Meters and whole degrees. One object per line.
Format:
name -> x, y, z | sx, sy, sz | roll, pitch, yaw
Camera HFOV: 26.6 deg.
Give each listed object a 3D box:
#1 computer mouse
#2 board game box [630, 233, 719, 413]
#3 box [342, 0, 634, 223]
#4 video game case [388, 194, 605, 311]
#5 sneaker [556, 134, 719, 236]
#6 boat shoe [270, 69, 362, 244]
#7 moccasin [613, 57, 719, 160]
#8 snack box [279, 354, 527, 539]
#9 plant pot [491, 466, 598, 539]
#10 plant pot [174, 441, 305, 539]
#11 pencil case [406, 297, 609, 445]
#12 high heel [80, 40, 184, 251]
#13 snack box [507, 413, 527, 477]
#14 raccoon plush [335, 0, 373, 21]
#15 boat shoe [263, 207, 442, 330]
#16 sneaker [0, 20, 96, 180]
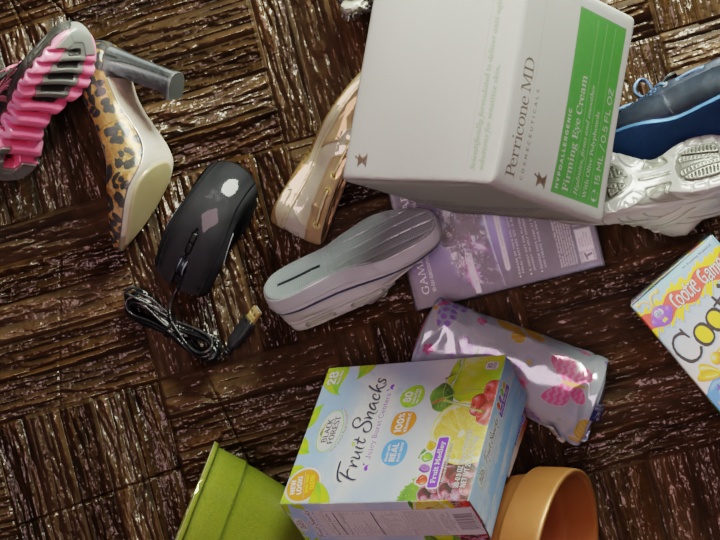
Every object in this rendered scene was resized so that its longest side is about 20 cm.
computer mouse -> -0.153, -0.004, 1.577 | 0.140, 0.046, 0.201 | 35, 98, 9
board game box -> 0.360, 0.075, 1.457 | 0.103, 0.105, 0.201 | -40, 84, 10
box -> 0.118, -0.160, 1.410 | 0.199, 0.170, 0.202 | 6, 84, 47
video game case -> 0.135, -0.052, 1.538 | 0.197, 0.019, 0.145 | -14, 89, 12
sneaker -> 0.276, -0.064, 1.476 | 0.197, 0.100, 0.079 | -6, 54, 20
boat shoe -> -0.014, -0.117, 1.539 | 0.069, 0.074, 0.201 | 33, 107, 5
moccasin -> 0.313, -0.154, 1.468 | 0.198, 0.080, 0.069 | -19, 48, 31
snack box -> 0.042, 0.169, 1.438 | 0.198, 0.170, 0.068 | -8, 133, 29
plant pot -> 0.135, 0.283, 1.472 | 0.138, 0.199, 0.203 | 6, 93, 26
plant pot -> -0.096, 0.302, 1.519 | 0.191, 0.200, 0.203 | 23, 96, -3
pencil case -> 0.148, 0.099, 1.509 | 0.198, 0.083, 0.092 | 21, 110, 9
high heel -> -0.266, -0.134, 1.595 | 0.141, 0.071, 0.203 | 22, 103, 25
snack box -> 0.063, 0.167, 1.502 | 0.198, 0.072, 0.024 | -3, 133, 30
raccoon plush -> 0.064, -0.286, 1.510 | 0.198, 0.097, 0.135 | 29, 105, 8
boat shoe -> 0.000, 0.000, 1.544 | 0.198, 0.074, 0.067 | -21, 133, 19
sneaker -> -0.348, -0.190, 1.577 | 0.200, 0.078, 0.096 | -49, 54, 26
